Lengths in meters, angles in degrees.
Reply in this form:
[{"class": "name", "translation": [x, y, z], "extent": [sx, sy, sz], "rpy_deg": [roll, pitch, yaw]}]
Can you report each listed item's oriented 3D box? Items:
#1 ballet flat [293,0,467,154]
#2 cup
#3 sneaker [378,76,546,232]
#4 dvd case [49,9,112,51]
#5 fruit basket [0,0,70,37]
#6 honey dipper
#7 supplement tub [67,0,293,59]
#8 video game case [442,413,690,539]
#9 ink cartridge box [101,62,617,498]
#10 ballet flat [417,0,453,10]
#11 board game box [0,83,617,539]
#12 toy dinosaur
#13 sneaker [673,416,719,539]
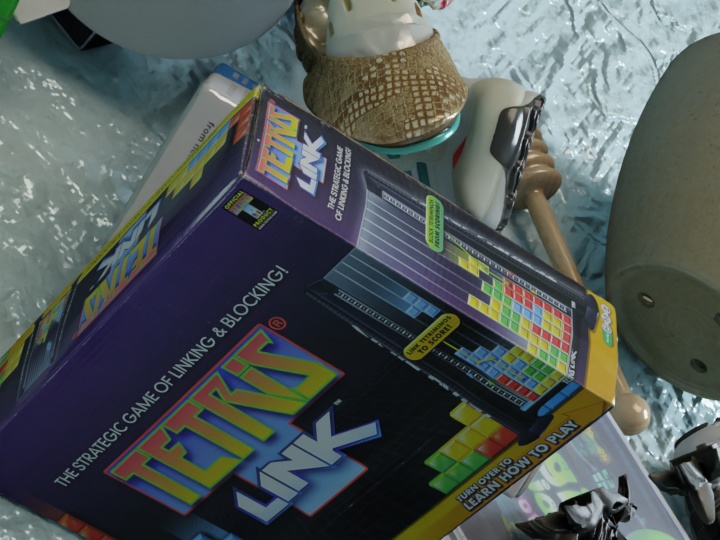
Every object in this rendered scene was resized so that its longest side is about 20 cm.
[{"class": "ballet flat", "translation": [0.000, -0.108, 0.951], "extent": [0.200, 0.070, 0.065], "rpy_deg": [-127, -156, -68]}, {"class": "cup", "translation": [0.216, -0.011, 1.147], "extent": [0.200, 0.200, 0.143], "rpy_deg": [43, 60, -4]}, {"class": "sneaker", "translation": [0.026, -0.063, 1.015], "extent": [0.093, 0.070, 0.200], "rpy_deg": [17, -1, -8]}, {"class": "dvd case", "translation": [-0.154, -0.206, 1.072], "extent": [0.200, 0.025, 0.150], "rpy_deg": [52, 34, 8]}, {"class": "fruit basket", "translation": [-0.247, -0.150, 0.873], "extent": [0.200, 0.094, 0.185], "rpy_deg": [31, 22, 16]}, {"class": "honey dipper", "translation": [0.115, 0.001, 1.137], "extent": [0.038, 0.038, 0.200], "rpy_deg": [7, 51, -44]}, {"class": "supplement tub", "translation": [-0.079, -0.209, 1.008], "extent": [0.140, 0.140, 0.200], "rpy_deg": [32, 36, -21]}, {"class": "video game case", "translation": [0.092, 0.125, 0.990], "extent": [0.182, 0.023, 0.200], "rpy_deg": [-7, 59, -51]}, {"class": "ink cartridge box", "translation": [0.000, 0.000, 0.896], "extent": [0.200, 0.084, 0.145], "rpy_deg": [32, 7, -6]}, {"class": "ballet flat", "translation": [0.017, -0.216, 0.963], "extent": [0.200, 0.064, 0.076], "rpy_deg": [63, 28, -20]}, {"class": "board game box", "translation": [-0.030, 0.045, 0.780], "extent": [0.165, 0.200, 0.057], "rpy_deg": [30, 39, -21]}, {"class": "toy dinosaur", "translation": [0.144, 0.157, 0.938], "extent": [0.136, 0.102, 0.200], "rpy_deg": [66, 9, 5]}, {"class": "sneaker", "translation": [0.250, 0.149, 1.105], "extent": [0.200, 0.074, 0.079], "rpy_deg": [23, 49, -21]}]
